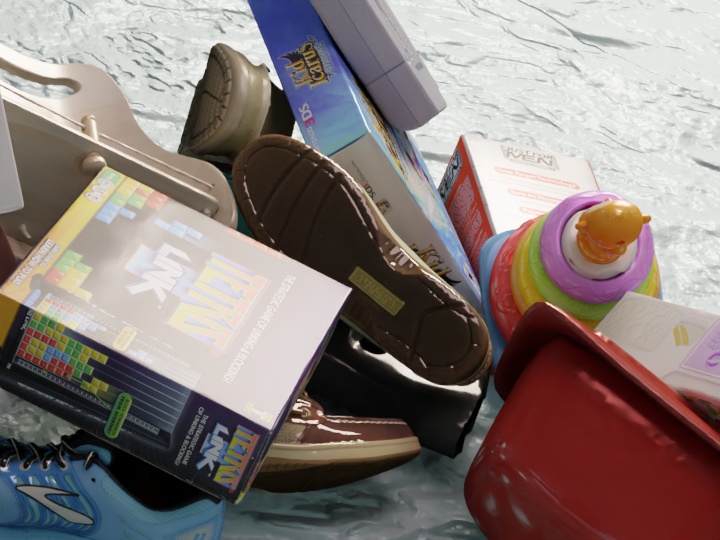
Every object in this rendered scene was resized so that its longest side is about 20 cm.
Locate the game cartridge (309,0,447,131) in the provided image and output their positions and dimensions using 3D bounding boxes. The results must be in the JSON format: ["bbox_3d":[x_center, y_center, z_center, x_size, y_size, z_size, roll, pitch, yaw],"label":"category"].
[{"bbox_3d":[-0.010,-0.181,1.965,0.200,0.040,0.133,58,4,-2],"label":"game cartridge"}]

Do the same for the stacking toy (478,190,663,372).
[{"bbox_3d":[0.139,-0.006,1.819,0.115,0.200,0.110,-5,73,-5],"label":"stacking toy"}]

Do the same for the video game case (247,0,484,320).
[{"bbox_3d":[0.006,-0.077,1.967,0.181,0.045,0.200,53,9,-39],"label":"video game case"}]

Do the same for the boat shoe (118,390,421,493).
[{"bbox_3d":[-0.055,0.087,1.733,0.199,0.072,0.072,0,72,-30],"label":"boat shoe"}]

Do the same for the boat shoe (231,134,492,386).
[{"bbox_3d":[0.000,0.000,1.825,0.200,0.072,0.076,47,2,15],"label":"boat shoe"}]

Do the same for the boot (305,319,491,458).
[{"bbox_3d":[-0.027,0.065,1.825,0.199,0.066,0.165,29,33,2],"label":"boot"}]

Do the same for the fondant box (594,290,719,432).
[{"bbox_3d":[0.234,0.108,1.764,0.200,0.058,0.144,49,-18,-30],"label":"fondant box"}]

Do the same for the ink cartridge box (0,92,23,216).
[{"bbox_3d":[-0.314,-0.077,1.686,0.144,0.200,0.146,-11,88,-43],"label":"ink cartridge box"}]

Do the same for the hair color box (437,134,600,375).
[{"bbox_3d":[0.120,-0.005,2.019,0.101,0.061,0.200,11,34,-18],"label":"hair color box"}]

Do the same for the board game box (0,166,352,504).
[{"bbox_3d":[-0.107,0.031,1.665,0.165,0.057,0.200,25,25,2],"label":"board game box"}]

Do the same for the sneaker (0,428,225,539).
[{"bbox_3d":[-0.164,0.108,1.636,0.199,0.090,0.079,17,32,-8],"label":"sneaker"}]

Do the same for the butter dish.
[{"bbox_3d":[0.130,0.142,1.722,0.199,0.200,0.148,40,74,7],"label":"butter dish"}]

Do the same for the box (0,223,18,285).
[{"bbox_3d":[-0.276,0.046,1.639,0.200,0.100,0.075,-36,106,-53],"label":"box"}]

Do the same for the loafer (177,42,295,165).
[{"bbox_3d":[-0.075,-0.101,1.954,0.068,0.076,0.200,13,-2,-8],"label":"loafer"}]

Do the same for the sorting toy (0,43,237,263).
[{"bbox_3d":[-0.194,-0.089,1.831,0.200,0.107,0.180,26,31,-34],"label":"sorting toy"}]

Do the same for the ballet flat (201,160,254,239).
[{"bbox_3d":[-0.120,-0.045,1.924,0.199,0.073,0.073,12,32,-5],"label":"ballet flat"}]
